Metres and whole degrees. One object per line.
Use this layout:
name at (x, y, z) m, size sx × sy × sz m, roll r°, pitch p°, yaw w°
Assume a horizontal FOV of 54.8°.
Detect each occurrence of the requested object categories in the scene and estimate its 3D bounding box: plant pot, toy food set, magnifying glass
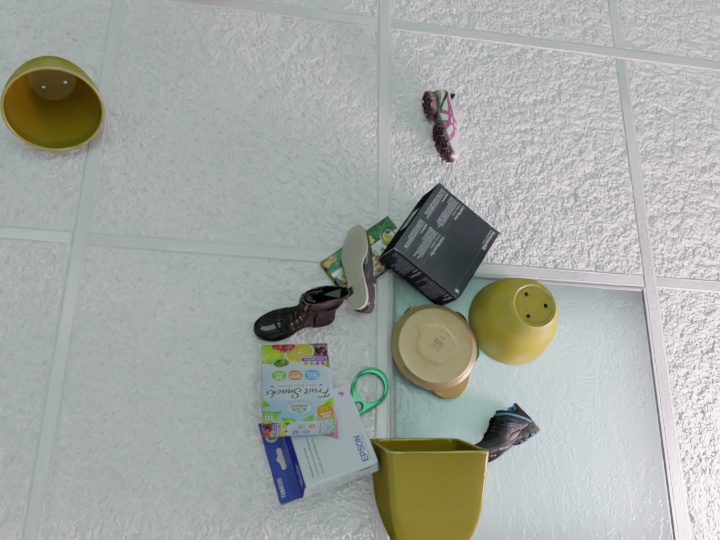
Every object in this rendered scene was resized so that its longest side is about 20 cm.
plant pot at (-0.664, -0.381, 1.502) m, size 0.200 × 0.200 × 0.142 m, roll -12°, pitch 47°, yaw -14°
plant pot at (0.128, 0.438, 1.348) m, size 0.195 × 0.194 × 0.201 m, roll 1°, pitch 84°, yaw -10°
plant pot at (0.355, 0.096, 1.530) m, size 0.200 × 0.142 × 0.200 m, roll 3°, pitch 71°, yaw -9°
toy food set at (0.163, 0.167, 1.520) m, size 0.200 × 0.049 × 0.198 m, roll 23°, pitch 68°, yaw -1°
magnifying glass at (-0.009, 0.293, 1.461) m, size 0.080 × 0.022 × 0.200 m, roll 33°, pitch 66°, yaw 3°

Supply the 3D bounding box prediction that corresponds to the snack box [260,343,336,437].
snack box at (-0.127, 0.235, 1.393) m, size 0.142 × 0.053 × 0.200 m, roll -1°, pitch 42°, yaw -8°

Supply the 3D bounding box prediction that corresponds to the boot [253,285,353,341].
boot at (-0.122, 0.079, 1.432) m, size 0.200 × 0.174 × 0.069 m, roll -15°, pitch 74°, yaw -15°

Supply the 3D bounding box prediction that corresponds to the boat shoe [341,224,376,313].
boat shoe at (0.000, 0.000, 1.532) m, size 0.067 × 0.057 × 0.200 m, roll -13°, pitch 66°, yaw 23°

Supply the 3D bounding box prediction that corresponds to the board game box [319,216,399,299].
board game box at (0.017, -0.031, 1.580) m, size 0.200 × 0.023 × 0.105 m, roll -36°, pitch 78°, yaw -20°

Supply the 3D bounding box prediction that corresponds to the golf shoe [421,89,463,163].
golf shoe at (0.219, -0.359, 1.706) m, size 0.092 × 0.073 × 0.200 m, roll -8°, pitch 72°, yaw -14°

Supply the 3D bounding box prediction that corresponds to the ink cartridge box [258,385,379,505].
ink cartridge box at (-0.088, 0.336, 1.363) m, size 0.200 × 0.043 × 0.197 m, roll -17°, pitch 45°, yaw -11°

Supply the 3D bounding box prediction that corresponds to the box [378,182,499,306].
box at (0.176, -0.055, 1.557) m, size 0.182 × 0.104 × 0.200 m, roll 39°, pitch 68°, yaw -6°

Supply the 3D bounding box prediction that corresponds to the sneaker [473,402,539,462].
sneaker at (0.287, 0.341, 1.453) m, size 0.200 × 0.073 × 0.082 m, roll -12°, pitch 61°, yaw -44°
